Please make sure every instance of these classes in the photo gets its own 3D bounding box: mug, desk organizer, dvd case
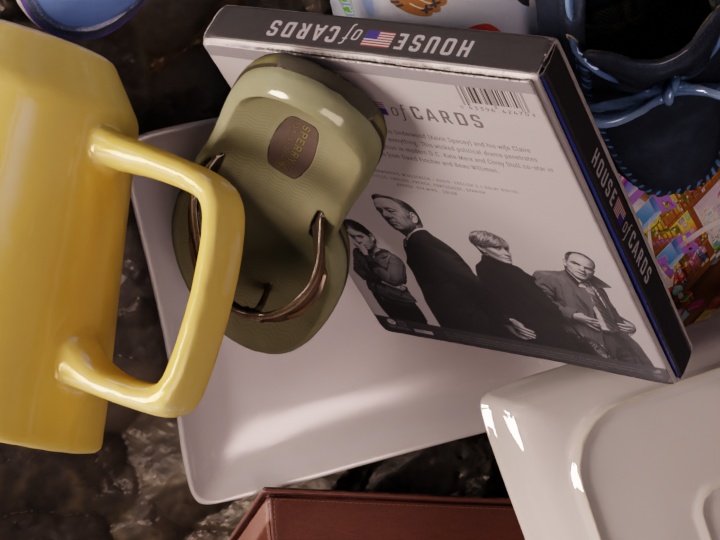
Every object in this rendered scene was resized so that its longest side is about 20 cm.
[{"bbox_3d":[-0.139,-0.015,0.769,0.185,0.149,0.154,15,87,-3],"label":"mug"},{"bbox_3d":[0.038,0.161,0.959,0.198,0.078,0.072,5,149,-20],"label":"desk organizer"},{"bbox_3d":[0.039,-0.027,0.775,0.025,0.149,0.200,-62,144,-26],"label":"dvd case"}]

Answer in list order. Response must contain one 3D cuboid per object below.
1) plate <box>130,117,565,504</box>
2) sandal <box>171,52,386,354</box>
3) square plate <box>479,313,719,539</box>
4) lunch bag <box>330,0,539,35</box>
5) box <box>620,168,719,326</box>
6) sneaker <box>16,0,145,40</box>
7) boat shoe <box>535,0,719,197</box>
[{"bbox_3d":[0.000,0.000,0.898,0.198,0.032,0.201,-14,121,-9],"label":"plate"},{"bbox_3d":[-0.042,-0.015,0.777,0.079,0.058,0.201,20,152,1],"label":"sandal"},{"bbox_3d":[0.173,0.118,0.833,0.197,0.028,0.201,-17,84,-17],"label":"square plate"},{"bbox_3d":[0.086,-0.162,0.779,0.199,0.124,0.171,-19,132,-11],"label":"lunch bag"},{"bbox_3d":[0.161,-0.049,0.893,0.200,0.039,0.137,-39,128,-4],"label":"box"},{"bbox_3d":[-0.076,-0.157,0.717,0.080,0.147,0.201,16,112,-24],"label":"sneaker"},{"bbox_3d":[0.097,-0.092,0.714,0.084,0.069,0.200,-26,134,6],"label":"boat shoe"}]
